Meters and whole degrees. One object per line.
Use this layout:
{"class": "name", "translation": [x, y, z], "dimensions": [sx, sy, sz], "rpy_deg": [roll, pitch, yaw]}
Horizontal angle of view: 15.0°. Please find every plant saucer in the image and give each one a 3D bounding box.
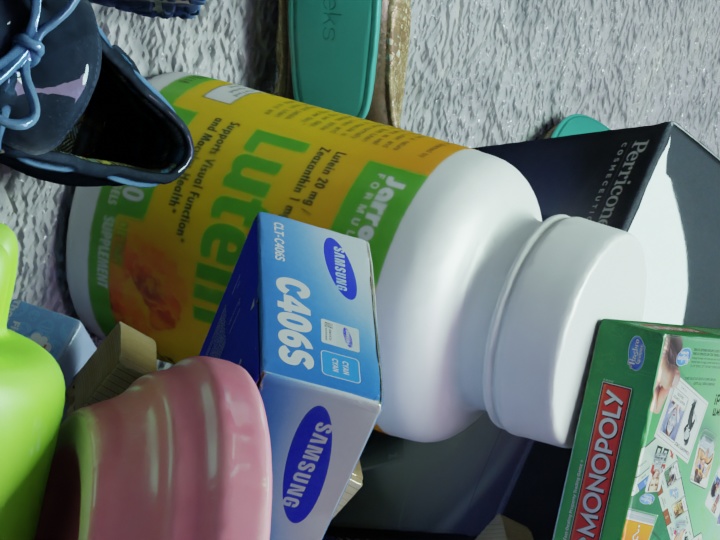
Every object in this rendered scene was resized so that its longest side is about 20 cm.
{"class": "plant saucer", "translation": [-0.082, 0.121, 0.848], "dimensions": [0.201, 0.051, 0.201], "rpy_deg": [-165, -90, -75]}

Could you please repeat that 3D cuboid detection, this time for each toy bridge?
{"class": "toy bridge", "translation": [-0.025, 0.090, 1.019], "dimensions": [0.067, 0.200, 0.027], "rpy_deg": [-49, -152, 24]}

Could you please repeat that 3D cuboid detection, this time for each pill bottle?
{"class": "pill bottle", "translation": [0.000, 0.000, 1.029], "dimensions": [0.111, 0.200, 0.111], "rpy_deg": [-45, 144, -48]}

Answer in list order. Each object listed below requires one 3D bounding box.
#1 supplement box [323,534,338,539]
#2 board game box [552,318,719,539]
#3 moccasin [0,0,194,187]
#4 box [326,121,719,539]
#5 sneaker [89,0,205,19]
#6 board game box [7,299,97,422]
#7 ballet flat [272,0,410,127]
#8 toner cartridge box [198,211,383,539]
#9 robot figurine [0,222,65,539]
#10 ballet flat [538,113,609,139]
{"class": "supplement box", "translation": [-0.040, 0.211, 1.120], "dimensions": [0.110, 0.109, 0.200], "rpy_deg": [-58, 169, -45]}
{"class": "board game box", "translation": [0.133, 0.090, 1.059], "dimensions": [0.200, 0.029, 0.135], "rpy_deg": [7, 96, -60]}
{"class": "moccasin", "translation": [-0.112, -0.075, 0.899], "dimensions": [0.200, 0.068, 0.081], "rpy_deg": [21, 86, -66]}
{"class": "box", "translation": [0.072, 0.052, 1.194], "dimensions": [0.123, 0.198, 0.200], "rpy_deg": [37, 67, -30]}
{"class": "sneaker", "translation": [-0.083, -0.162, 0.903], "dimensions": [0.200, 0.077, 0.085], "rpy_deg": [70, 39, -54]}
{"class": "board game box", "translation": [-0.124, 0.126, 1.045], "dimensions": [0.151, 0.037, 0.200], "rpy_deg": [-63, 153, -23]}
{"class": "ballet flat", "translation": [-0.007, -0.060, 1.147], "dimensions": [0.065, 0.070, 0.200], "rpy_deg": [-56, 158, -65]}
{"class": "toner cartridge box", "translation": [-0.048, 0.089, 0.938], "dimensions": [0.095, 0.043, 0.200], "rpy_deg": [-96, -155, -55]}
{"class": "robot figurine", "translation": [-0.158, 0.078, 0.838], "dimensions": [0.175, 0.116, 0.200], "rpy_deg": [-125, -133, -80]}
{"class": "ballet flat", "translation": [0.111, -0.007, 1.387], "dimensions": [0.068, 0.068, 0.200], "rpy_deg": [-58, -161, 26]}
